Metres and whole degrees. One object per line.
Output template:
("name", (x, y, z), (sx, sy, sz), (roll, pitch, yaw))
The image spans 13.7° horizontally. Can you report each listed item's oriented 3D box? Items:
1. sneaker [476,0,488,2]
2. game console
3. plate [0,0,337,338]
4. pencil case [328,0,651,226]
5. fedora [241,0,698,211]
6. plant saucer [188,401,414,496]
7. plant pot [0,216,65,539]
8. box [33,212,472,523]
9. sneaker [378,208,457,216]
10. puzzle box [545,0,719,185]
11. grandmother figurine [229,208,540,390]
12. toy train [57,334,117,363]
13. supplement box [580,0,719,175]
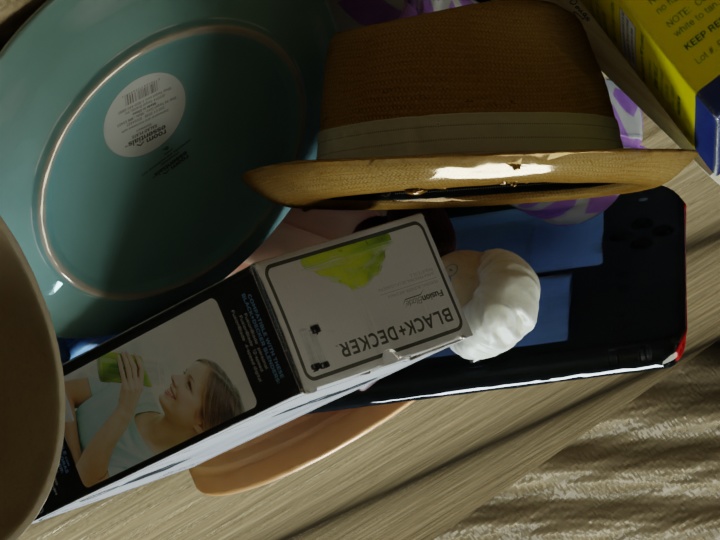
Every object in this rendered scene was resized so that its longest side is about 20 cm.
("sneaker", (0.068, -0.113, 1.585), (0.076, 0.076, 0.200), (-39, 176, -28))
("game console", (0.062, 0.011, 1.477), (0.199, 0.031, 0.177), (-8, -158, 10))
("plate", (-0.085, -0.051, 1.287), (0.199, 0.026, 0.201), (-24, 136, -25))
("pencil case", (0.056, -0.084, 1.445), (0.199, 0.085, 0.084), (23, 92, -42))
("fedora", (0.046, -0.071, 1.281), (0.199, 0.082, 0.201), (-3, 178, 0))
("plant saucer", (-0.011, 0.048, 1.589), (0.199, 0.038, 0.200), (-31, -170, 6))
("plant pot", (-0.251, 0.059, 1.171), (0.199, 0.188, 0.187), (-26, 175, 35))
("box", (-0.061, 0.045, 1.334), (0.116, 0.060, 0.200), (-17, 173, -46))
("sneaker", (0.026, -0.061, 1.563), (0.075, 0.088, 0.200), (-50, 173, -15))
("puzzle box", (0.110, -0.112, 1.393), (0.025, 0.200, 0.133), (-46, 167, 6))
("grandmother figurine", (0.000, 0.000, 1.397), (0.060, 0.199, 0.122), (4, 99, -51))
("toy train", (-0.183, 0.025, 1.402), (0.114, 0.087, 0.200), (-31, 172, 24))
("supplement box", (0.133, -0.159, 1.269), (0.109, 0.200, 0.110), (-36, 168, -1))
